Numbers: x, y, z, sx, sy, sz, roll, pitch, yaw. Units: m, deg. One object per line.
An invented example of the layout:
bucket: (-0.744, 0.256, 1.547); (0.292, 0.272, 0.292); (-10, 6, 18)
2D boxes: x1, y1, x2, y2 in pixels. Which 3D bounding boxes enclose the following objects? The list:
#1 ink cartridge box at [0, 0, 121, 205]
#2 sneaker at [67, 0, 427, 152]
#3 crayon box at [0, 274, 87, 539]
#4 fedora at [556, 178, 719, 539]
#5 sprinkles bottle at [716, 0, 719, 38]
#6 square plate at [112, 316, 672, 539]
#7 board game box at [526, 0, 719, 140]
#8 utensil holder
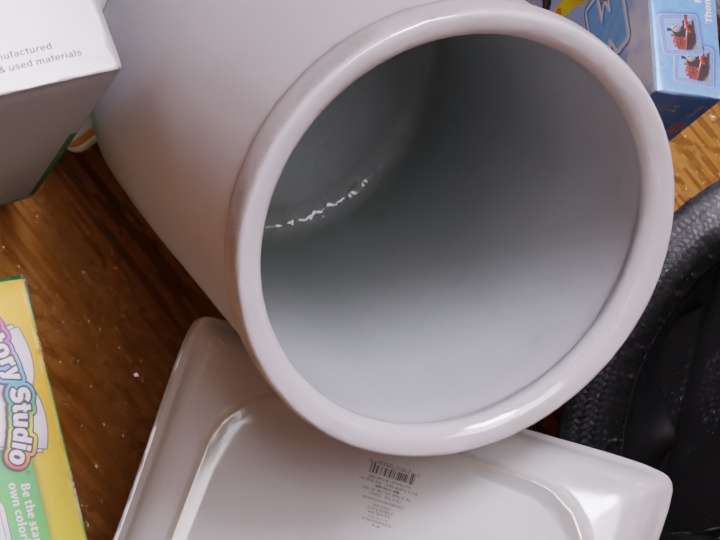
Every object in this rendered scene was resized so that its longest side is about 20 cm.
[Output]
ink cartridge box: (-0.178, -0.134, 1.085); (0.084, 0.146, 0.201); (-16, 77, -25)
sneaker: (-0.041, -0.077, 1.184); (0.199, 0.078, 0.080); (7, 110, -26)
crayon box: (-0.170, 0.110, 1.076); (0.118, 0.058, 0.201); (-9, 75, -24)
fedora: (0.151, 0.038, 1.137); (0.200, 0.092, 0.202); (-8, 112, -19)
sprinkles bottle: (0.193, -0.131, 1.300); (0.068, 0.068, 0.200); (-39, 89, -28)
square plate: (-0.005, 0.135, 1.032); (0.199, 0.028, 0.199); (19, 76, 7)
board game box: (0.107, -0.143, 1.223); (0.036, 0.151, 0.201); (4, 70, -19)
utensil holder: (-0.001, -0.049, 1.050); (0.169, 0.200, 0.171); (-10, 116, -20)
